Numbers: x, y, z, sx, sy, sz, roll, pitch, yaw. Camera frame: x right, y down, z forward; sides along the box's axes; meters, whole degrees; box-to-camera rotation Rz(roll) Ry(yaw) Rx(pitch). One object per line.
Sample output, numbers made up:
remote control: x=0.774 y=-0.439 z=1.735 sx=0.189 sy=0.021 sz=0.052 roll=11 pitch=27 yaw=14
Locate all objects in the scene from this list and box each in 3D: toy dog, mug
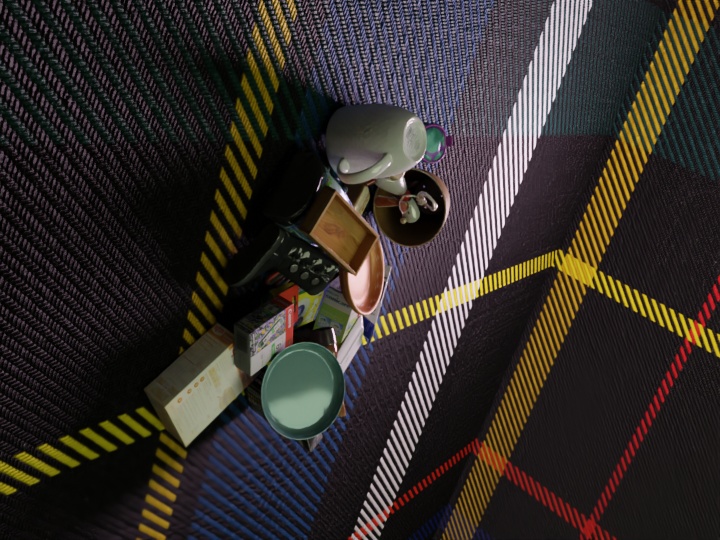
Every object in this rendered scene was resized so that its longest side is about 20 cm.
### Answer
toy dog: x=0.068 y=-0.174 z=1.631 sx=0.096 sy=0.131 sz=0.201 roll=-46 pitch=108 yaw=-19
mug: x=0.027 y=-0.242 z=1.447 sx=0.201 sy=0.173 sz=0.149 roll=-55 pitch=133 yaw=-34

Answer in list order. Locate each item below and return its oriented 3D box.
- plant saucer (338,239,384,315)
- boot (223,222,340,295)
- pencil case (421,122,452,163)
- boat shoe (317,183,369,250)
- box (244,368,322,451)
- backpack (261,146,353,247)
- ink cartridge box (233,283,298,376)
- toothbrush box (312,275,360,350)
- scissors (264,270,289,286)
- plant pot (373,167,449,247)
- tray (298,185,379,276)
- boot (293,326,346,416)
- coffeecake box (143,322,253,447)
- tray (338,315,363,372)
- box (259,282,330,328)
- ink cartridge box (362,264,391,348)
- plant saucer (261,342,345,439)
plant saucer: x=0.000 y=0.000 z=1.658 sx=0.199 sy=0.037 sz=0.205 roll=-3 pitch=93 yaw=-64
boot: x=-0.156 y=0.002 z=1.471 sx=0.164 sy=0.066 sz=0.199 roll=-38 pitch=145 yaw=17
pencil case: x=0.112 y=-0.284 z=1.587 sx=0.091 sy=0.199 sz=0.087 roll=-5 pitch=105 yaw=-24
boat shoe: x=-0.037 y=-0.112 z=1.634 sx=0.202 sy=0.073 sz=0.069 roll=-57 pitch=147 yaw=-7
box: x=-0.183 y=0.311 z=1.665 sx=0.050 sy=0.198 sz=0.159 roll=-45 pitch=151 yaw=-29
backpack: x=-0.094 y=-0.125 z=1.477 sx=0.165 sy=0.152 sz=0.200 roll=-59 pitch=167 yaw=-12
ink cartridge box: x=-0.178 y=0.118 z=1.506 sx=0.199 sy=0.050 sz=0.111 roll=-35 pitch=140 yaw=-44
toothbrush box: x=-0.052 y=0.120 z=1.787 sx=0.145 sy=0.085 sz=0.204 roll=-39 pitch=149 yaw=-65
scissors: x=-0.117 y=-0.020 z=1.564 sx=0.198 sy=0.014 sz=0.073 roll=-32 pitch=157 yaw=7
plant pot: x=0.150 y=-0.169 z=1.807 sx=0.200 sy=0.184 sz=0.190 roll=-30 pitch=143 yaw=-65
tray: x=-0.039 y=-0.076 z=1.445 sx=0.100 sy=0.037 sz=0.200 roll=-59 pitch=144 yaw=-8
boot: x=-0.109 y=0.234 z=1.664 sx=0.068 sy=0.186 sz=0.205 roll=-11 pitch=94 yaw=-50
coffeecake box: x=-0.325 y=0.233 z=1.485 sx=0.200 sy=0.072 sz=0.155 roll=-44 pitch=147 yaw=-28
tray: x=-0.039 y=0.211 z=1.760 sx=0.201 sy=0.022 sz=0.108 roll=-57 pitch=163 yaw=-35
box: x=-0.160 y=0.083 z=1.631 sx=0.198 sy=0.048 sz=0.119 roll=-20 pitch=141 yaw=-49
ink cartridge box: x=0.034 y=0.092 z=1.881 sx=0.100 sy=0.038 sz=0.203 roll=108 pitch=-2 yaw=-61
plant saucer: x=-0.124 y=0.253 z=1.538 sx=0.196 sy=0.027 sz=0.205 roll=0 pitch=90 yaw=-31
